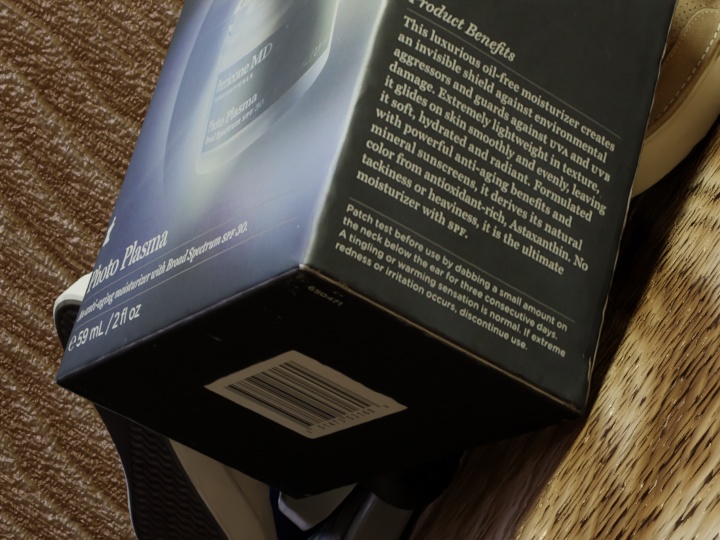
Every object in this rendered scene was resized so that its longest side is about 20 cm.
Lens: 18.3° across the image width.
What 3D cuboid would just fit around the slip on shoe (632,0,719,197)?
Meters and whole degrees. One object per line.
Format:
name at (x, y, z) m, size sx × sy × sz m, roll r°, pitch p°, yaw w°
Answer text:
slip on shoe at (0.116, -0.106, 0.869) m, size 0.076 × 0.061 × 0.201 m, roll -11°, pitch 37°, yaw 51°

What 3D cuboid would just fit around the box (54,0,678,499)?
box at (0.002, -0.042, 0.823) m, size 0.200 × 0.123 × 0.200 m, roll -24°, pitch 44°, yaw 55°

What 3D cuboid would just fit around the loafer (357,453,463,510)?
loafer at (0.027, -0.001, 0.945) m, size 0.073 × 0.071 × 0.201 m, roll 51°, pitch -123°, yaw -52°

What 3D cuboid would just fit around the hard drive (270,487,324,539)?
hard drive at (-0.050, 0.130, 1.217) m, size 0.133 × 0.025 × 0.200 m, roll -58°, pitch -14°, yaw 6°

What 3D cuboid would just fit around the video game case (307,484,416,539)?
video game case at (-0.038, 0.183, 1.010) m, size 0.201 × 0.023 × 0.182 m, roll -60°, pitch 4°, yaw -32°

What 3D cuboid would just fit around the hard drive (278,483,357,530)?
hard drive at (0.010, 0.068, 1.071) m, size 0.132 × 0.027 × 0.200 m, roll -49°, pitch -2°, yaw -7°

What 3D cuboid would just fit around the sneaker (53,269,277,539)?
sneaker at (-0.057, 0.070, 0.946) m, size 0.085 × 0.072 × 0.201 m, roll -44°, pitch -48°, yaw -36°

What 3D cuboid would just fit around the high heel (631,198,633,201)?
high heel at (0.072, -0.115, 0.948) m, size 0.096 × 0.067 × 0.202 m, roll -16°, pitch 81°, yaw 54°
